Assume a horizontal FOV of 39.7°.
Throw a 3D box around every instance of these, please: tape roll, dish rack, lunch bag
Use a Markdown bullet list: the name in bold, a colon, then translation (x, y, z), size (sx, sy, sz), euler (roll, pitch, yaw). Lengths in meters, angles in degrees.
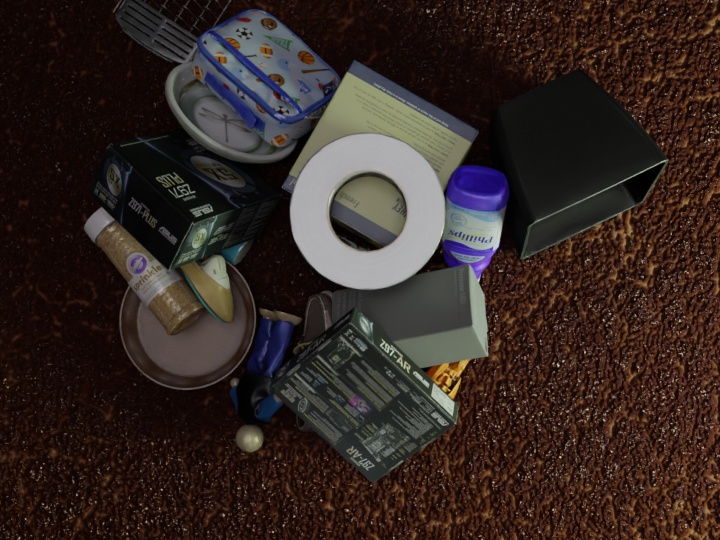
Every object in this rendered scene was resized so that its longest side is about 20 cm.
- **tape roll**: translation (0.010, -0.075, 1.297), size (0.199, 0.066, 0.201), euler (0, 90, 3)
- **dish rack**: translation (-0.262, -0.411, 1.452), size (0.153, 0.055, 0.200), euler (33, 89, 3)
- **lunch bag**: translation (-0.130, -0.268, 1.396), size (0.200, 0.076, 0.160), euler (42, 48, 10)

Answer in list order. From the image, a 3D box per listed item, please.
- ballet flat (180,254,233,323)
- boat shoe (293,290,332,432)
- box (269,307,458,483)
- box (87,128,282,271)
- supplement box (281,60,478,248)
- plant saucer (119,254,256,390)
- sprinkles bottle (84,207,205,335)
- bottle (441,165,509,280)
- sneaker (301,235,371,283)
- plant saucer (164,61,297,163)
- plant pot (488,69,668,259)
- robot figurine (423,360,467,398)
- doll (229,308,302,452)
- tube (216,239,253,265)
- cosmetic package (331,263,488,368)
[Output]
- **ballet flat**: translation (-0.228, -0.018, 1.394), size (0.063, 0.069, 0.200), euler (-41, 84, 9)
- **boat shoe**: translation (-0.062, 0.130, 1.417), size (0.059, 0.072, 0.201), euler (-1, 92, -34)
- **box**: translation (0.005, 0.168, 1.317), size (0.200, 0.044, 0.160), euler (43, 116, -12)
- **box**: translation (-0.234, -0.104, 1.349), size (0.164, 0.200, 0.086), euler (43, 122, 15)
- **supplement box**: translation (0.027, -0.147, 1.398), size (0.200, 0.134, 0.200), euler (29, 89, 2)
- **plant saucer**: translation (-0.246, 0.071, 1.439), size (0.199, 0.034, 0.201), euler (0, 84, 4)
- **sprinkles bottle**: translation (-0.302, -0.004, 1.402), size (0.068, 0.068, 0.200), euler (-40, 83, -1)
- **bottle**: translation (0.152, -0.053, 1.369), size (0.083, 0.200, 0.065), euler (11, 50, 6)
- **sneaker**: translation (0.000, 0.000, 1.429), size (0.200, 0.090, 0.067), euler (25, 82, -24)
- **plant saucer**: translation (-0.186, -0.210, 1.400), size (0.200, 0.200, 0.050), euler (37, 126, 2)
- **plant pot**: translation (0.277, -0.155, 1.375), size (0.199, 0.200, 0.178), euler (-24, 77, 0)
- **robot figurine**: translation (0.062, 0.173, 1.411), size (0.145, 0.058, 0.200), euler (37, 80, -13)
- **doll**: translation (-0.137, 0.157, 1.408), size (0.048, 0.136, 0.201), euler (21, 81, -38)
- **tube**: translation (-0.249, -0.083, 1.449), size (0.200, 0.050, 0.078), euler (34, 81, 6)
- **cosmetic package**: translation (0.068, 0.071, 1.351), size (0.199, 0.090, 0.107), euler (-15, 51, 17)
